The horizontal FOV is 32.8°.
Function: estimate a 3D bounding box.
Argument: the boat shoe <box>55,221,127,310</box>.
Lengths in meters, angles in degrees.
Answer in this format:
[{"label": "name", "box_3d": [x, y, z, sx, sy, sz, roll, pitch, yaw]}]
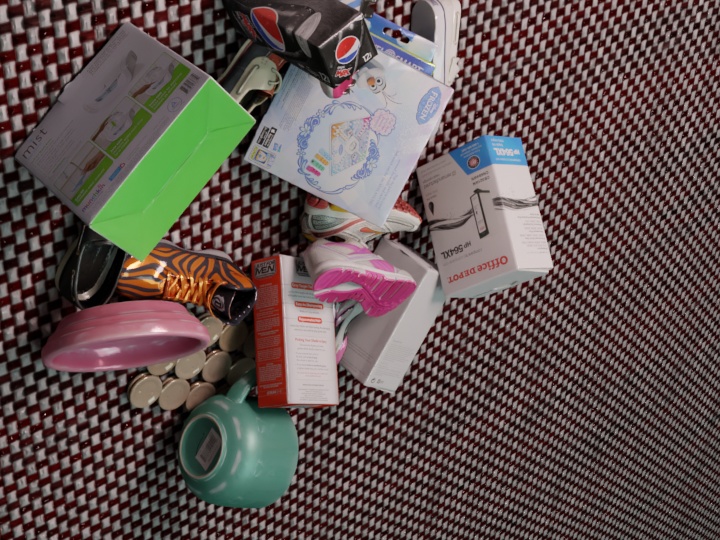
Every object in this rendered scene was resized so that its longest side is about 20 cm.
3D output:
[{"label": "boat shoe", "box_3d": [-0.297, -0.047, 1.438, 0.074, 0.063, 0.202, 10, 108, -45]}]

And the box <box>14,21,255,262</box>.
[{"label": "box", "box_3d": [-0.248, -0.143, 1.325, 0.200, 0.176, 0.097, -52, 140, -3]}]

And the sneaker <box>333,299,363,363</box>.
[{"label": "sneaker", "box_3d": [-0.050, 0.050, 1.745, 0.086, 0.080, 0.200, 6, 107, -36]}]

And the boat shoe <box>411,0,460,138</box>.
[{"label": "boat shoe", "box_3d": [0.106, -0.277, 1.674, 0.070, 0.071, 0.200, -17, 122, -33]}]

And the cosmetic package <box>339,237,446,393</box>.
[{"label": "cosmetic package", "box_3d": [0.042, 0.065, 1.818, 0.081, 0.113, 0.200, 20, 104, -49]}]

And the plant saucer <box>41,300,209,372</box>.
[{"label": "plant saucer", "box_3d": [-0.284, 0.078, 1.475, 0.200, 0.200, 0.051, 4, 71, -46]}]

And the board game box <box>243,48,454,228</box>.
[{"label": "board game box", "box_3d": [-0.016, -0.186, 1.542, 0.199, 0.043, 0.200, 27, 100, -9]}]

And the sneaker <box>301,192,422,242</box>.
[{"label": "sneaker", "box_3d": [-0.002, -0.074, 1.712, 0.200, 0.078, 0.082, 4, 119, -36]}]

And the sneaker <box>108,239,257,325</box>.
[{"label": "sneaker", "box_3d": [-0.210, 0.018, 1.529, 0.200, 0.112, 0.078, -4, 119, -44]}]

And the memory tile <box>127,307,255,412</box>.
[{"label": "memory tile", "box_3d": [-0.218, 0.127, 1.675, 0.200, 0.017, 0.153, 16, 106, -49]}]

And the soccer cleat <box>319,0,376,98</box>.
[{"label": "soccer cleat", "box_3d": [-0.036, -0.285, 1.453, 0.070, 0.086, 0.200, 90, 11, -56]}]

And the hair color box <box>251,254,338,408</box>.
[{"label": "hair color box", "box_3d": [-0.089, 0.085, 1.658, 0.101, 0.061, 0.200, 9, 75, -47]}]

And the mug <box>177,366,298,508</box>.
[{"label": "mug", "box_3d": [-0.178, 0.230, 1.675, 0.114, 0.152, 0.185, 15, 62, -48]}]

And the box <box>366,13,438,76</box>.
[{"label": "box", "box_3d": [0.010, -0.224, 1.584, 0.122, 0.048, 0.200, 24, 102, -13]}]

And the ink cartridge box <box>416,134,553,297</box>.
[{"label": "ink cartridge box", "box_3d": [0.175, -0.074, 1.749, 0.084, 0.146, 0.200, 0, 72, -45]}]

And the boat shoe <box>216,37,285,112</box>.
[{"label": "boat shoe", "box_3d": [-0.132, -0.222, 1.463, 0.200, 0.063, 0.071, -46, 159, -9]}]

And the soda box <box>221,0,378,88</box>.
[{"label": "soda box", "box_3d": [-0.074, -0.281, 1.381, 0.071, 0.200, 0.063, -41, 138, -16]}]

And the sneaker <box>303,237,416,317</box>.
[{"label": "sneaker", "box_3d": [0.000, 0.000, 1.665, 0.081, 0.088, 0.200, -42, 144, 21]}]
